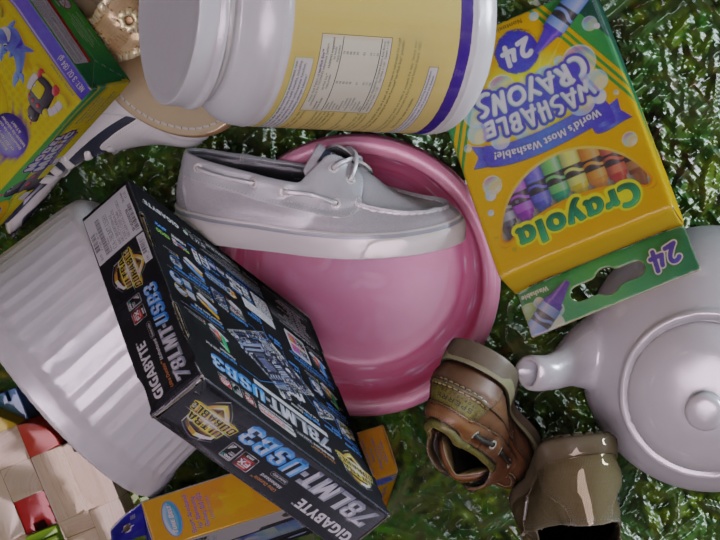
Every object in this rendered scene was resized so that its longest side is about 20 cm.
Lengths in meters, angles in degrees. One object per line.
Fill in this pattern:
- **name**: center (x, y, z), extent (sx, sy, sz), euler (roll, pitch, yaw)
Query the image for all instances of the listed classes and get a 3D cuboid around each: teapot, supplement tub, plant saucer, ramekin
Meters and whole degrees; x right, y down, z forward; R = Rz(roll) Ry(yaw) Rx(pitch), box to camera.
- **teapot**: center (0.242, 0.072, 1.625), extent (0.199, 0.146, 0.198), euler (-36, 99, 17)
- **supplement tub**: center (-0.029, -0.162, 1.521), extent (0.198, 0.145, 0.147), euler (1, 108, -24)
- **plant saucer**: center (0.000, 0.000, 1.681), extent (0.199, 0.051, 0.202), euler (2, 106, 5)
- **ramekin**: center (-0.168, 0.047, 1.636), extent (0.098, 0.201, 0.201), euler (-41, 99, 7)

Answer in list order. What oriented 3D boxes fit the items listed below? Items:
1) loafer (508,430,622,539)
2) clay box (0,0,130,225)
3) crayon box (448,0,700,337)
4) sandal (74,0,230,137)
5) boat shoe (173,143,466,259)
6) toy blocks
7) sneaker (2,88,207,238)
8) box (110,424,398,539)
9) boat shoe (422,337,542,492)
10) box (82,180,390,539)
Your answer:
- **loafer**: center (0.142, 0.171, 1.652), extent (0.075, 0.200, 0.068), euler (-4, 66, 2)
- **clay box**: center (-0.252, -0.105, 1.594), extent (0.200, 0.047, 0.115), euler (-43, 77, 31)
- **crayon box**: center (0.133, -0.073, 1.600), extent (0.125, 0.052, 0.201), euler (-22, 72, 11)
- **sandal**: center (-0.165, -0.171, 1.581), extent (0.078, 0.070, 0.212), euler (-43, 69, 3)
- **boat shoe**: center (-0.027, -0.051, 1.613), extent (0.198, 0.072, 0.069), euler (6, 107, 13)
- **toy blocks**: center (-0.251, 0.147, 1.732), extent (0.199, 0.100, 0.138), euler (-23, 91, 10)
- **sneaker**: center (-0.205, -0.079, 1.662), extent (0.197, 0.080, 0.131), euler (11, 108, 2)
- **box**: center (-0.075, 0.168, 1.672), extent (0.199, 0.119, 0.042), euler (-19, 74, -9)
- **boat shoe**: center (0.074, 0.114, 1.639), extent (0.072, 0.200, 0.068), euler (21, 71, 22)
- **box**: center (-0.080, 0.061, 1.539), extent (0.050, 0.199, 0.200), euler (-38, 132, 14)
